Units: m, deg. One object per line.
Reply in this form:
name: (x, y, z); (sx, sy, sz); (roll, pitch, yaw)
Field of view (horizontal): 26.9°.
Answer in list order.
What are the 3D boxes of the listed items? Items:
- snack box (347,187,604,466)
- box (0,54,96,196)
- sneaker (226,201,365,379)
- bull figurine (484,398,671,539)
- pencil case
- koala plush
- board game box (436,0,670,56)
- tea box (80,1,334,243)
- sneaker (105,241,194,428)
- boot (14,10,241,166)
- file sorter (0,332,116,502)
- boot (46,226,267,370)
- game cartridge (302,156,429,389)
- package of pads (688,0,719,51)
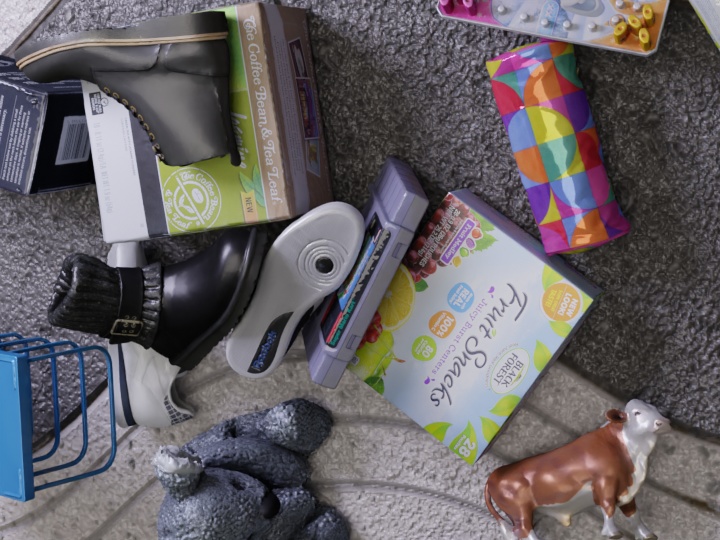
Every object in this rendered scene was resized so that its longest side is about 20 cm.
snack box: (0.102, 0.052, 1.410); (0.168, 0.068, 0.200); (38, 108, 10)
box: (-0.369, -0.155, 1.496); (0.199, 0.148, 0.105); (18, 103, 16)
sneaker: (-0.060, 0.000, 1.422); (0.073, 0.112, 0.200); (33, 113, -7)
bull figurine: (0.208, 0.200, 1.388); (0.199, 0.065, 0.122); (-26, 56, 27)
pencil case: (0.180, -0.115, 1.356); (0.088, 0.088, 0.201); (-14, 93, 19)
koala plush: (-0.131, 0.230, 1.440); (0.183, 0.200, 0.178); (-9, 95, 19)
board game box: (0.185, -0.302, 1.322); (0.199, 0.026, 0.201); (13, 80, 16)
tea box: (-0.146, -0.139, 1.431); (0.196, 0.134, 0.201); (-8, 94, 18)
sneaker: (-0.214, 0.060, 1.521); (0.080, 0.076, 0.201); (-4, 100, 6)
boot: (-0.207, -0.150, 1.344); (0.199, 0.077, 0.139); (-6, 98, 20)
file sorter: (-0.352, 0.135, 1.507); (0.199, 0.122, 0.139); (5, 100, 41)
boot: (-0.192, 0.011, 1.399); (0.157, 0.080, 0.211); (24, 134, -19)
game cartridge: (0.000, 0.000, 1.406); (0.038, 0.130, 0.201); (24, 104, -10)
package of pads: (0.378, -0.251, 1.253); (0.200, 0.068, 0.155); (-32, 90, 0)
